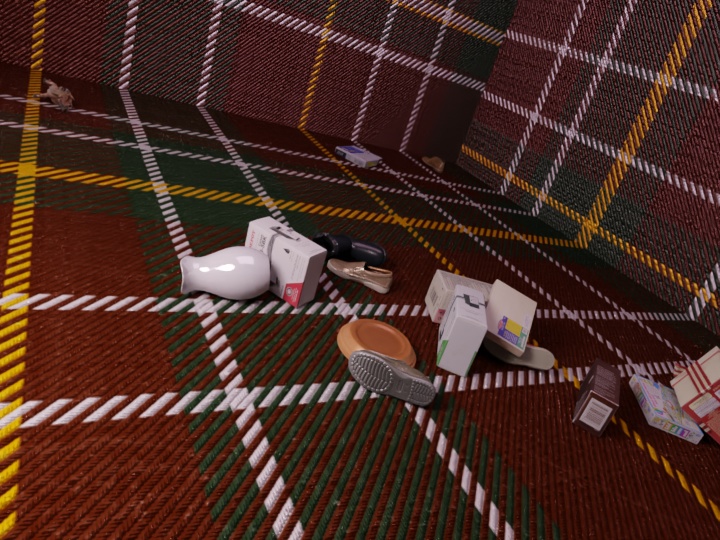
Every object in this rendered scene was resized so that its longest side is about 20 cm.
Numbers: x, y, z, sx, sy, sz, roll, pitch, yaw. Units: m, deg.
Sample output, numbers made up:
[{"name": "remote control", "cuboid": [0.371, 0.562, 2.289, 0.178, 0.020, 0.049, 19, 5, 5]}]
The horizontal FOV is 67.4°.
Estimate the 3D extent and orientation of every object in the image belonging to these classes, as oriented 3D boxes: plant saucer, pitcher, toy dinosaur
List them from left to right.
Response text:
[{"name": "toy dinosaur", "cuboid": [-1.133, -0.653, 2.042, 0.133, 0.087, 0.200, 25, 5, -15]}, {"name": "pitcher", "cuboid": [-0.319, 0.001, 1.273, 0.195, 0.124, 0.171, -1, 14, -17]}, {"name": "plant saucer", "cuboid": [0.042, 0.174, 1.273, 0.196, 0.038, 0.201, 17, 25, -8]}]

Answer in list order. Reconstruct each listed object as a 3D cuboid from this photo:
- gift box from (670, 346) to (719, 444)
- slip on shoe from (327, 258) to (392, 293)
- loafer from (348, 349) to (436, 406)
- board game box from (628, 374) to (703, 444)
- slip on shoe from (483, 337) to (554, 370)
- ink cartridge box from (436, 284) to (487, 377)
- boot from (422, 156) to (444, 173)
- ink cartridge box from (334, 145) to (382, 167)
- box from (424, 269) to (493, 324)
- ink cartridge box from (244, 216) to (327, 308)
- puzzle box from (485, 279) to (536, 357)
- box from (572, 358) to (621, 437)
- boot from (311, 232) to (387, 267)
[{"name": "gift box", "cuboid": [0.965, 0.321, 1.457, 0.201, 0.185, 0.186, 48, 26, 5]}, {"name": "slip on shoe", "cuboid": [0.000, 0.000, 1.575, 0.197, 0.062, 0.076, 25, 24, 9]}, {"name": "loafer", "cuboid": [0.066, 0.226, 1.155, 0.197, 0.076, 0.070, 26, 12, 1]}, {"name": "board game box", "cuboid": [0.831, 0.374, 1.480, 0.132, 0.035, 0.200, 22, 24, 3]}, {"name": "slip on shoe", "cuboid": [0.422, 0.217, 1.458, 0.196, 0.076, 0.061, 18, -1, -2]}, {"name": "ink cartridge box", "cuboid": [0.255, 0.145, 1.367, 0.081, 0.149, 0.200, 19, 22, 3]}, {"name": "boot", "cuboid": [0.458, -0.679, 3.362, 0.072, 0.077, 0.200, 0, 30, -35]}, {"name": "ink cartridge box", "cuboid": [-0.009, -0.610, 2.886, 0.195, 0.048, 0.199, 28, 23, 21]}, {"name": "box", "cuboid": [0.301, 0.094, 1.556, 0.196, 0.111, 0.129, 15, 25, -12]}, {"name": "ink cartridge box", "cuboid": [-0.198, -0.023, 1.361, 0.198, 0.149, 0.082, 29, 27, 22]}, {"name": "puzzle box", "cuboid": [0.396, 0.123, 1.454, 0.131, 0.026, 0.201, 31, 46, 4]}, {"name": "box", "cuboid": [0.589, 0.310, 1.341, 0.074, 0.102, 0.199, 28, 24, 19]}, {"name": "boot", "cuboid": [-0.036, -0.060, 1.637, 0.197, 0.078, 0.167, 24, 15, 25]}]
